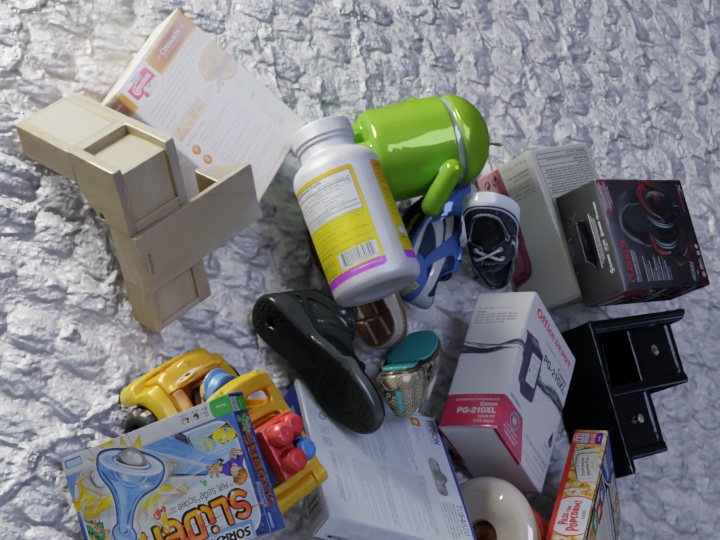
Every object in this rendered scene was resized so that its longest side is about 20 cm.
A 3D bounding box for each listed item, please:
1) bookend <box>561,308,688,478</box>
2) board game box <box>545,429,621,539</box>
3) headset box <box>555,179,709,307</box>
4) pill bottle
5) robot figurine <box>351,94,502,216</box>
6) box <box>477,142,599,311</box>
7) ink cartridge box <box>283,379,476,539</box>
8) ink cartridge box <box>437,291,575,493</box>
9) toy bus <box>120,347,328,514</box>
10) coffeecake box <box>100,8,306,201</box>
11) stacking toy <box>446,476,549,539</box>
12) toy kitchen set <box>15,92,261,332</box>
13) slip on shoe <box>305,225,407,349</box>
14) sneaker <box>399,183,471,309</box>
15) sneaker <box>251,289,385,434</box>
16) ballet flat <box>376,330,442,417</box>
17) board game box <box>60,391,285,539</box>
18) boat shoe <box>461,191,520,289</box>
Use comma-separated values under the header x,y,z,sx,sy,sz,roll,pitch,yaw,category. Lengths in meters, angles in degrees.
x,y,z,sx,sy,sz,roll,pitch,yaw,category
0.364,0.166,1.775,0.197,0.092,0.202,-4,75,-38,bookend
0.270,0.314,1.596,0.201,0.046,0.153,-62,144,-52,board game box
0.344,-0.036,1.711,0.199,0.075,0.150,-2,73,-40,headset box
-0.012,-0.068,1.502,0.104,0.104,0.202,-10,73,-39,pill bottle
0.069,-0.150,1.636,0.198,0.117,0.176,-14,37,-12,robot figurine
0.261,-0.055,1.777,0.127,0.109,0.202,-11,79,-41,box
0.019,0.224,1.469,0.198,0.041,0.201,19,34,-28,ink cartridge box
0.182,0.146,1.620,0.145,0.084,0.201,55,44,-39,ink cartridge box
-0.125,0.165,1.340,0.135,0.192,0.201,-30,89,-39,toy bus
-0.182,-0.169,1.512,0.200,0.073,0.154,41,52,-17,coffeecake box
0.186,0.332,1.571,0.199,0.145,0.148,26,56,-47,stacking toy
-0.229,-0.083,1.433,0.163,0.180,0.202,-36,134,-32,toy kitchen set
0.000,0.000,1.580,0.201,0.076,0.060,61,23,15,slip on shoe
0.091,-0.036,1.669,0.082,0.074,0.201,46,55,-19,sneaker
-0.022,0.092,1.493,0.114,0.077,0.199,-17,52,-46,sneaker
0.058,0.127,1.548,0.200,0.067,0.076,-44,126,-75,ballet flat
-0.182,0.213,1.277,0.034,0.198,0.137,3,66,-68,board game box
0.163,-0.033,1.665,0.071,0.200,0.069,3,68,9,boat shoe
